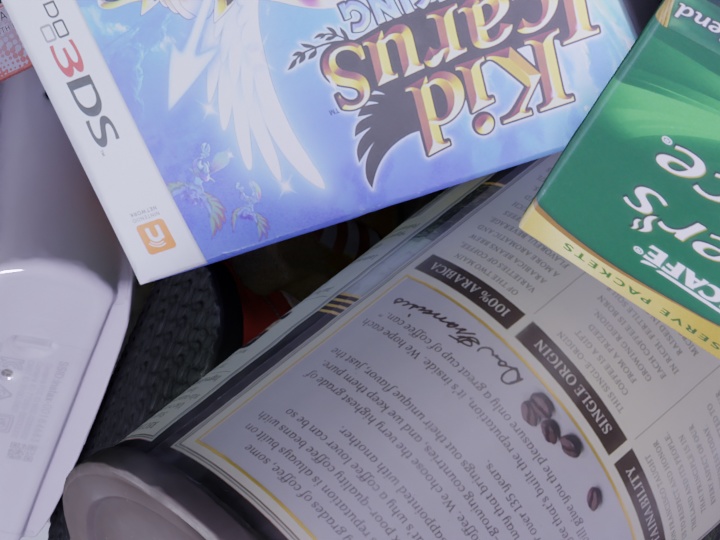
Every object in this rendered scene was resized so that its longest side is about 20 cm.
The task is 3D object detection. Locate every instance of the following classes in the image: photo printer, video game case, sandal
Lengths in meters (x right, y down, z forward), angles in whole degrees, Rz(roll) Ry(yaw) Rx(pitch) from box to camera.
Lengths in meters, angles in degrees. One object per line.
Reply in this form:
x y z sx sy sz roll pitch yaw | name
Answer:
-0.132 -0.019 0.948 0.200 0.069 0.167 -95 22 -43 | photo printer
-0.020 -0.106 0.751 0.200 0.045 0.182 -17 107 30 | video game case
-0.067 0.056 0.878 0.200 0.045 0.075 127 156 -57 | sandal

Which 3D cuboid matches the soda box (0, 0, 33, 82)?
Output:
-0.117 -0.107 0.846 0.064 0.200 0.069 0 117 65 | soda box

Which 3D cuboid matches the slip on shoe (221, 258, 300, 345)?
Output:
-0.033 0.068 0.907 0.074 0.061 0.200 113 144 -54 | slip on shoe

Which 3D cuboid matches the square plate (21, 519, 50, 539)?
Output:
-0.095 0.164 1.020 0.198 0.028 0.200 18 129 55 | square plate

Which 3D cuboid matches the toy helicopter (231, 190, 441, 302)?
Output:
0.000 0.000 0.887 0.079 0.132 0.200 -22 88 29 | toy helicopter

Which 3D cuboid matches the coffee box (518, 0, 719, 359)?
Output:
0.124 -0.032 0.620 0.123 0.044 0.200 34 154 1 | coffee box

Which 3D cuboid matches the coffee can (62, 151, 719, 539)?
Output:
0.030 0.062 0.767 0.146 0.200 0.147 39 152 26 | coffee can

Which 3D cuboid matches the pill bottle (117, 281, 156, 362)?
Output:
-0.111 0.044 1.105 0.200 0.113 0.114 28 143 61 | pill bottle
